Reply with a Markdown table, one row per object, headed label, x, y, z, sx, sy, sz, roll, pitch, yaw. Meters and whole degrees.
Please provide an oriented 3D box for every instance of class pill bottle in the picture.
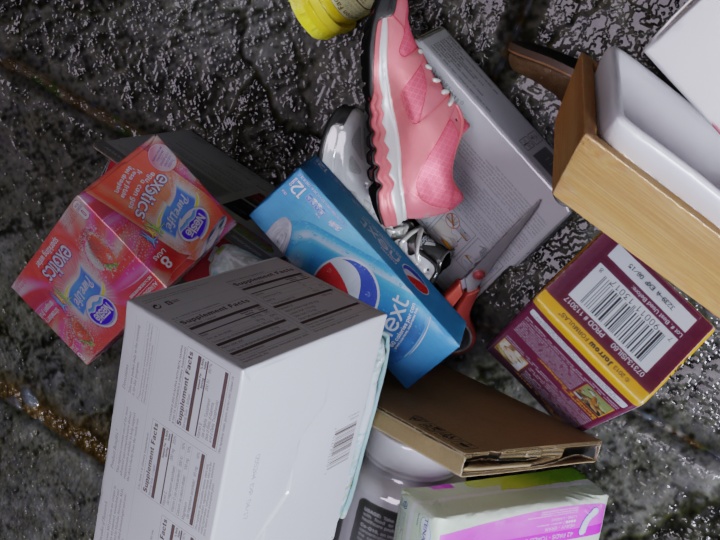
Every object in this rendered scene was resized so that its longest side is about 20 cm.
| label | x | y | z | sx | sy | sz | roll | pitch | yaw |
| --- | --- | --- | --- | --- | --- | --- | --- | --- | --- |
| pill bottle | 0.033 | 0.219 | 1.034 | 0.114 | 0.114 | 0.201 | 22 | 117 | 17 |

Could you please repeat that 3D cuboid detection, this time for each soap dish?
| label | x | y | z | sx | sy | sz | roll | pitch | yaw |
| --- | --- | --- | --- | --- | --- | --- | --- | --- | --- |
| soap dish | 0.229 | -0.063 | 0.835 | 0.200 | 0.158 | 0.081 | 35 | 121 | -11 |

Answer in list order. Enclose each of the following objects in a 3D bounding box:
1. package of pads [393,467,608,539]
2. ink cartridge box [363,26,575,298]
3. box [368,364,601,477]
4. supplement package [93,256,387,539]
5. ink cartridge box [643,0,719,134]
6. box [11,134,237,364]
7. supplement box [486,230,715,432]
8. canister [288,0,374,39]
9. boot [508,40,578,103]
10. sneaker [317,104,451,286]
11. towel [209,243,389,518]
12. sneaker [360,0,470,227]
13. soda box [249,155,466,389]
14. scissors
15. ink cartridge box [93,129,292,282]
| label | x | y | z | sx | sy | sz | roll | pitch | yaw |
| --- | --- | --- | --- | --- | --- | --- | --- | --- | --- |
| package of pads | 0.116 | 0.261 | 0.983 | 0.068 | 0.199 | 0.155 | 30 | 116 | 54 |
| ink cartridge box | 0.083 | -0.086 | 1.013 | 0.200 | 0.044 | 0.174 | 49 | 138 | 7 |
| box | 0.076 | 0.120 | 0.945 | 0.200 | 0.163 | 0.021 | 22 | 105 | 49 |
| supplement package | -0.087 | 0.113 | 0.806 | 0.111 | 0.156 | 0.201 | 27 | 117 | 29 |
| ink cartridge box | 0.295 | -0.137 | 0.828 | 0.085 | 0.200 | 0.146 | -43 | 82 | 24 |
| box | -0.203 | -0.011 | 0.952 | 0.103 | 0.095 | 0.200 | 47 | 142 | -6 |
| supplement box | 0.184 | 0.055 | 0.906 | 0.086 | 0.200 | 0.110 | -42 | 82 | -13 |
| canister | 0.023 | -0.308 | 0.972 | 0.199 | 0.087 | 0.149 | -22 | 91 | 23 |
| boot | 0.201 | -0.125 | 0.943 | 0.200 | 0.074 | 0.076 | 33 | 116 | 11 |
| sneaker | 0.028 | -0.051 | 1.019 | 0.115 | 0.076 | 0.201 | 6 | 116 | 21 |
| towel | -0.069 | 0.101 | 0.918 | 0.171 | 0.048 | 0.201 | 26 | 116 | 26 |
| sneaker | 0.047 | -0.139 | 0.946 | 0.086 | 0.074 | 0.201 | -4 | 100 | -5 |
| soda box | 0.000 | 0.000 | 0.964 | 0.064 | 0.068 | 0.200 | -41 | 94 | 18 |
| scissors | 0.091 | 0.010 | 0.990 | 0.073 | 0.014 | 0.200 | 9 | 133 | -14 |
| ink cartridge box | -0.141 | -0.041 | 1.039 | 0.200 | 0.175 | 0.084 | 34 | 110 | 14 |
